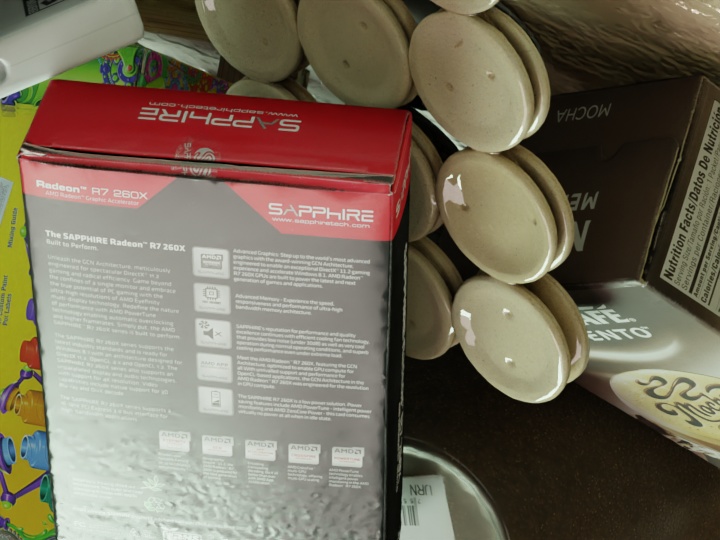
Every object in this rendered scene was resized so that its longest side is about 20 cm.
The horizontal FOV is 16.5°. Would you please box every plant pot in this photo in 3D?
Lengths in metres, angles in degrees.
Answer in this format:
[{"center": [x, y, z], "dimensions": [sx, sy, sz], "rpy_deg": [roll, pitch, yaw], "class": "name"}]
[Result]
[{"center": [0.057, 0.083, 1.018], "dimensions": [0.186, 0.188, 0.200], "rpy_deg": [22, -159, 20], "class": "plant pot"}]

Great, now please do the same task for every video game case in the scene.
[{"center": [-0.172, -0.080, 0.899], "dimensions": [0.200, 0.181, 0.023], "rpy_deg": [-118, 6, -68], "class": "video game case"}]

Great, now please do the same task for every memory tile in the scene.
[{"center": [0.006, -0.055, 0.829], "dimensions": [0.153, 0.017, 0.201], "rpy_deg": [19, 132, 39], "class": "memory tile"}]

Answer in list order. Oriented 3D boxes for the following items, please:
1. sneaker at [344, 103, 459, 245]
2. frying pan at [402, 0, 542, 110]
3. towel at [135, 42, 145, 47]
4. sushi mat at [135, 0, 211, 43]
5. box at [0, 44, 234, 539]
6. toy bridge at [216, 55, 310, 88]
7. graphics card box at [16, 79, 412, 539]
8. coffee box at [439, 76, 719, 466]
[{"center": [0.000, 0.000, 1.010], "dimensions": [0.075, 0.106, 0.200], "rpy_deg": [33, -167, -10], "class": "sneaker"}, {"center": [0.002, -0.092, 0.960], "dimensions": [0.114, 0.031, 0.190], "rpy_deg": [28, 168, -13], "class": "frying pan"}, {"center": [-0.115, -0.021, 1.146], "dimensions": [0.146, 0.201, 0.030], "rpy_deg": [29, -142, 20], "class": "towel"}, {"center": [-0.098, -0.124, 1.081], "dimensions": [0.095, 0.012, 0.199], "rpy_deg": [30, 171, -39], "class": "sushi mat"}, {"center": [-0.160, 0.007, 1.029], "dimensions": [0.191, 0.201, 0.122], "rpy_deg": [8, 177, 23], "class": "box"}, {"center": [-0.046, -0.008, 1.138], "dimensions": [0.067, 0.201, 0.027], "rpy_deg": [26, -146, 20], "class": "toy bridge"}, {"center": [-0.046, 0.031, 0.855], "dimensions": [0.125, 0.051, 0.201], "rpy_deg": [5, 129, 6], "class": "graphics card box"}, {"center": [0.138, 0.013, 0.915], "dimensions": [0.199, 0.080, 0.113], "rpy_deg": [31, 160, -33], "class": "coffee box"}]
